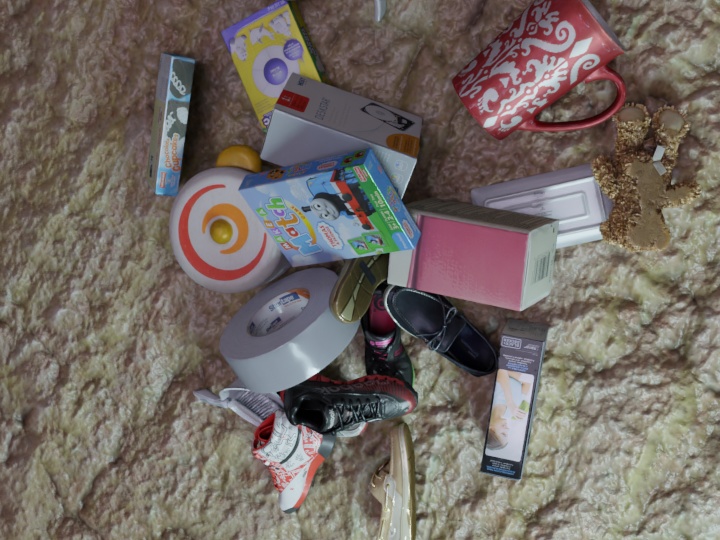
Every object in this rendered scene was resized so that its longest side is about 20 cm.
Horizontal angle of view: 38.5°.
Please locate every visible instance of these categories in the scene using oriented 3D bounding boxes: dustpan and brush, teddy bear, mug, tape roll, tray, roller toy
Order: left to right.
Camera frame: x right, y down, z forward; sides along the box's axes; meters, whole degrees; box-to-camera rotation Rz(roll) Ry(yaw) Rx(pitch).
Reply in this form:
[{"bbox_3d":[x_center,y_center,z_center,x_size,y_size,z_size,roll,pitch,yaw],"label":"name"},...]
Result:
[{"bbox_3d":[-0.179,-0.065,1.508,0.200,0.140,0.183,-42,86,17],"label":"roller toy"},{"bbox_3d":[-0.183,0.203,1.581,0.199,0.140,0.057,21,65,43],"label":"dustpan and brush"},{"bbox_3d":[-0.101,0.083,1.473,0.200,0.201,0.066,-25,116,18],"label":"tape roll"},{"bbox_3d":[0.239,-0.259,1.359,0.200,0.133,0.178,-38,65,21],"label":"mug"},{"bbox_3d":[0.258,-0.081,1.442,0.199,0.022,0.108,-12,94,17],"label":"tray"},{"bbox_3d":[0.379,-0.126,1.383,0.144,0.067,0.201,-11,94,-1],"label":"teddy bear"}]

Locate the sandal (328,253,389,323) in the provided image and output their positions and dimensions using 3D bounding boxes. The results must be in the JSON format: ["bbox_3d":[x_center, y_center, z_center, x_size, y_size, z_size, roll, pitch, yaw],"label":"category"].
[{"bbox_3d":[0.000,0.000,1.446,0.054,0.200,0.081,-9,122,38],"label":"sandal"}]

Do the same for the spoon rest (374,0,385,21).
[{"bbox_3d":[-0.059,-0.407,1.454,0.199,0.100,0.061,16,124,5],"label":"spoon rest"}]

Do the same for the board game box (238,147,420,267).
[{"bbox_3d":[-0.041,-0.078,1.364,0.199,0.037,0.152,-8,132,33],"label":"board game box"}]

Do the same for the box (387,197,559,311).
[{"bbox_3d":[0.153,-0.026,1.404,0.199,0.128,0.110,12,105,27],"label":"box"}]

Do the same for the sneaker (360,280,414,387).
[{"bbox_3d":[0.030,0.108,1.503,0.076,0.084,0.201,-8,96,18],"label":"sneaker"}]

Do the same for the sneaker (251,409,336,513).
[{"bbox_3d":[-0.118,0.283,1.542,0.107,0.067,0.202,16,130,-14],"label":"sneaker"}]

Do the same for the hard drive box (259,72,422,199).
[{"bbox_3d":[-0.023,-0.181,1.407,0.199,0.156,0.077,18,119,-4],"label":"hard drive box"}]

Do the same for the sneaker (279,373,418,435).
[{"bbox_3d":[-0.017,0.192,1.454,0.199,0.098,0.071,2,114,1],"label":"sneaker"}]

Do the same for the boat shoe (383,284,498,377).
[{"bbox_3d":[0.118,0.082,1.455,0.200,0.062,0.075,39,87,-11],"label":"boat shoe"}]

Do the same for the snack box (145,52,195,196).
[{"bbox_3d":[-0.283,-0.218,1.530,0.037,0.116,0.201,5,102,-20],"label":"snack box"}]

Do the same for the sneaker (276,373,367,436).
[{"bbox_3d":[-0.079,0.187,1.541,0.199,0.082,0.078,30,91,8],"label":"sneaker"}]

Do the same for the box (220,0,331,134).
[{"bbox_3d":[-0.112,-0.280,1.506,0.117,0.048,0.201,-24,93,18],"label":"box"}]

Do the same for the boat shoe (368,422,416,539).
[{"bbox_3d":[0.045,0.325,1.537,0.069,0.074,0.201,0,99,10],"label":"boat shoe"}]

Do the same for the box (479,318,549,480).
[{"bbox_3d":[0.216,0.178,1.445,0.060,0.117,0.201,10,100,12],"label":"box"}]
